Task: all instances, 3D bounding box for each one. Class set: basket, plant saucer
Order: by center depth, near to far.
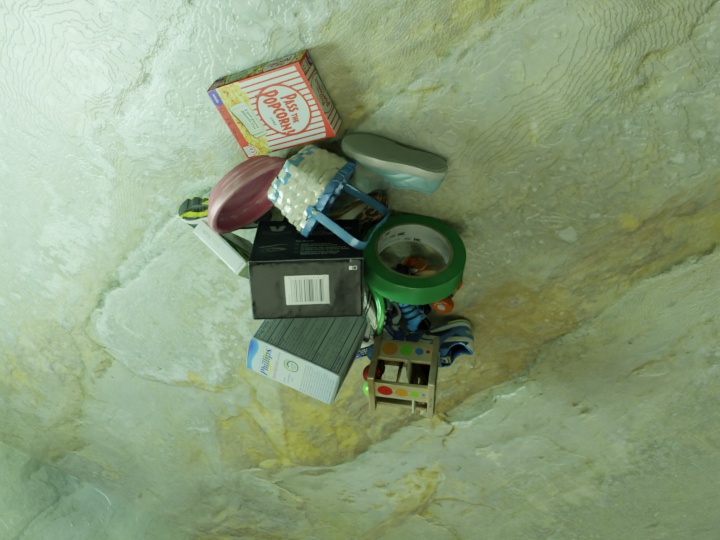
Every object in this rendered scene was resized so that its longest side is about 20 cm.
[{"bbox_3d":[-0.050,-0.128,1.201,0.199,0.176,0.139,31,118,4],"label":"basket"},{"bbox_3d":[-0.217,-0.153,1.289,0.051,0.200,0.201,50,136,10],"label":"plant saucer"}]

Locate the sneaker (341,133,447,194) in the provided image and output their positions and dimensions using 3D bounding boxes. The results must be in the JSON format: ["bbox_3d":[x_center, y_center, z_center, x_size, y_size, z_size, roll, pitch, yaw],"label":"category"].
[{"bbox_3d":[0.055,-0.185,1.229,0.199,0.074,0.082,19,135,2],"label":"sneaker"}]

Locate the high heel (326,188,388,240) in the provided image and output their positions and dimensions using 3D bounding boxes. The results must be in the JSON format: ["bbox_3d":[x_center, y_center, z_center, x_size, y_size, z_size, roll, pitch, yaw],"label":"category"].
[{"bbox_3d":[-0.047,-0.108,1.309,0.199,0.072,0.143,-6,147,-20],"label":"high heel"}]

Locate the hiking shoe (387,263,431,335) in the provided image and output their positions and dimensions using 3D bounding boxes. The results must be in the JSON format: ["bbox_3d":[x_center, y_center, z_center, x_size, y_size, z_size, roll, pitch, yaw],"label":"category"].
[{"bbox_3d":[0.106,0.058,1.372,0.086,0.075,0.200,12,146,17],"label":"hiking shoe"}]

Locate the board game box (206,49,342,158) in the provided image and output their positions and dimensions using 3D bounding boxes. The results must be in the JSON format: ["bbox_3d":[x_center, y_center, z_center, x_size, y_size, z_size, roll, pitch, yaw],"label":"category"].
[{"bbox_3d":[-0.154,-0.296,1.210,0.199,0.046,0.152,-9,130,27],"label":"board game box"}]

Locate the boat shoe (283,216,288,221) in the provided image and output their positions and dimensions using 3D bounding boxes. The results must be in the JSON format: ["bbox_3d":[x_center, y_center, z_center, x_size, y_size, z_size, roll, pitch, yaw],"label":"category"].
[{"bbox_3d":[-0.101,-0.133,1.345,0.076,0.072,0.200,17,138,-16],"label":"boat shoe"}]

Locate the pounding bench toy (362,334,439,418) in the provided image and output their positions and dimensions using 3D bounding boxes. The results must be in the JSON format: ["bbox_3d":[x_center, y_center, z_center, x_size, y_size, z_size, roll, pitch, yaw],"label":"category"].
[{"bbox_3d":[0.088,0.248,1.460,0.155,0.125,0.201,5,136,9],"label":"pounding bench toy"}]

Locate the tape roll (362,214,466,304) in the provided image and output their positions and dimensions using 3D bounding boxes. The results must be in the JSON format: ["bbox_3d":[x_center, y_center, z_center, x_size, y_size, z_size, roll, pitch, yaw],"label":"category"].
[{"bbox_3d":[0.101,-0.024,1.282,0.199,0.201,0.048,12,137,7],"label":"tape roll"}]

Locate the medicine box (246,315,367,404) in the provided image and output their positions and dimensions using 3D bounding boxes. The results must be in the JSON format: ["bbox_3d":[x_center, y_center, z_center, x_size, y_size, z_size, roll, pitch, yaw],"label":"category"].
[{"bbox_3d":[-0.109,0.150,1.405,0.199,0.182,0.103,22,133,7],"label":"medicine box"}]

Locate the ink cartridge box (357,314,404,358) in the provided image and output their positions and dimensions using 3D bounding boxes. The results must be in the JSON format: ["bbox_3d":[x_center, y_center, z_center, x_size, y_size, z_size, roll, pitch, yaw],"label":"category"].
[{"bbox_3d":[-0.009,0.151,1.520,0.199,0.044,0.094,-21,122,36],"label":"ink cartridge box"}]

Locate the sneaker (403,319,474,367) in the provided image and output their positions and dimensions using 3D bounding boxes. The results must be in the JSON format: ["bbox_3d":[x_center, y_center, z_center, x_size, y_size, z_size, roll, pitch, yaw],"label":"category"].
[{"bbox_3d":[0.163,0.179,1.507,0.199,0.083,0.074,-21,144,6],"label":"sneaker"}]

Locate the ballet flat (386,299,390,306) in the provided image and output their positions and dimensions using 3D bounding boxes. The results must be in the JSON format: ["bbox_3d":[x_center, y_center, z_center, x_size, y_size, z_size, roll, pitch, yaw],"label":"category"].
[{"bbox_3d":[0.000,0.000,1.432,0.072,0.072,0.200,-23,111,36],"label":"ballet flat"}]

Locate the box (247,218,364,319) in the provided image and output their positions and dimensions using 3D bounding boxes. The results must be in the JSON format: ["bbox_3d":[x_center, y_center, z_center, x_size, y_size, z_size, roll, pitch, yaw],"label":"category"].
[{"bbox_3d":[-0.094,-0.007,1.220,0.195,0.200,0.118,-1,115,-2],"label":"box"}]

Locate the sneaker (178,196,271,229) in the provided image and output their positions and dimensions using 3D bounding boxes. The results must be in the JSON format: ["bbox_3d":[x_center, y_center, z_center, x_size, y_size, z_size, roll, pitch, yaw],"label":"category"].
[{"bbox_3d":[-0.283,-0.118,1.431,0.199,0.075,0.085,5,160,8],"label":"sneaker"}]

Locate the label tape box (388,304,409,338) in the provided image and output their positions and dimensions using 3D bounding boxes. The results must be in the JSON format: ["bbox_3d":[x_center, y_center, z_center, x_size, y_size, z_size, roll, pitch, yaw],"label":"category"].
[{"bbox_3d":[0.021,0.104,1.539,0.199,0.066,0.144,11,136,6],"label":"label tape box"}]

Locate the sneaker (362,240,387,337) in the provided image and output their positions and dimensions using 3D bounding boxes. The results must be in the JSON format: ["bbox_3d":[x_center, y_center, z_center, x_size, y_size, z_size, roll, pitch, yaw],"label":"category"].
[{"bbox_3d":[0.006,0.041,1.378,0.085,0.078,0.201,-14,97,1],"label":"sneaker"}]

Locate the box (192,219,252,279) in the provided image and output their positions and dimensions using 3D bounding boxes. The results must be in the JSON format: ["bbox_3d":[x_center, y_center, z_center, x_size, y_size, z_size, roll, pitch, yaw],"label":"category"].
[{"bbox_3d":[-0.242,-0.029,1.385,0.144,0.036,0.200,42,-174,20],"label":"box"}]

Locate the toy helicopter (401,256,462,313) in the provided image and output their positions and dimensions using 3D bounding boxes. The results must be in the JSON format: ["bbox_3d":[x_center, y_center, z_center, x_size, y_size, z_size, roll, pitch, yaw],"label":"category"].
[{"bbox_3d":[0.110,0.016,1.417,0.199,0.079,0.132,4,143,34],"label":"toy helicopter"}]
